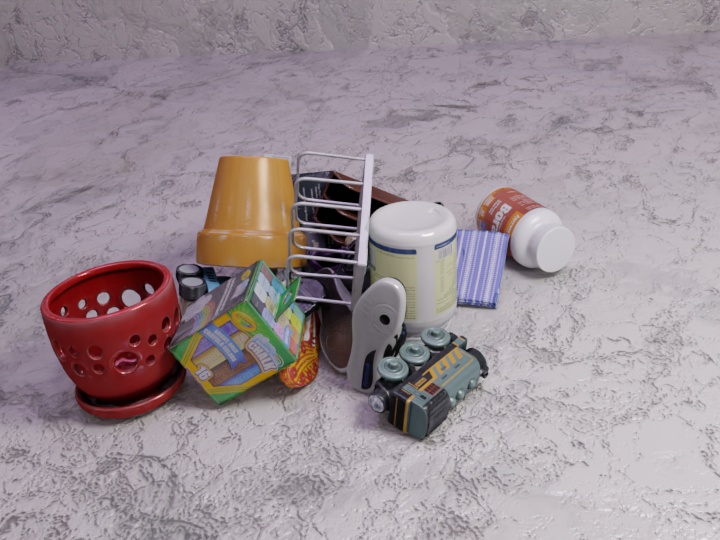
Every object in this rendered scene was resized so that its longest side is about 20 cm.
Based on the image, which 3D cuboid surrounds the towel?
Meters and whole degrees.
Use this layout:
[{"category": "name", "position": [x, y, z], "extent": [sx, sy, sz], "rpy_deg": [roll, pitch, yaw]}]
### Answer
[{"category": "towel", "position": [0.159, -0.008, 1.484], "extent": [0.195, 0.024, 0.148], "rpy_deg": [5, 64, 19]}]

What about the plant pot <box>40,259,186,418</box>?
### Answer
[{"category": "plant pot", "position": [-0.367, 0.106, 1.272], "extent": [0.195, 0.187, 0.202], "rpy_deg": [-5, 27, 3]}]

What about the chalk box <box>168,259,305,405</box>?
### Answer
[{"category": "chalk box", "position": [-0.162, 0.082, 1.242], "extent": [0.197, 0.125, 0.125], "rpy_deg": [-29, 23, 20]}]

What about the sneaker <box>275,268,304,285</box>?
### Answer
[{"category": "sneaker", "position": [-0.169, 0.081, 1.414], "extent": [0.198, 0.081, 0.074], "rpy_deg": [-34, 72, -16]}]

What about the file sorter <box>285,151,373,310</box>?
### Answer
[{"category": "file sorter", "position": [-0.049, -0.064, 1.307], "extent": [0.121, 0.140, 0.204], "rpy_deg": [5, 60, -2]}]

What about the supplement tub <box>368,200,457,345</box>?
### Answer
[{"category": "supplement tub", "position": [0.085, 0.006, 1.348], "extent": [0.141, 0.205, 0.146], "rpy_deg": [-3, 26, 1]}]

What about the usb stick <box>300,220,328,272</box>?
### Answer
[{"category": "usb stick", "position": [-0.083, -0.012, 1.536], "extent": [0.054, 0.033, 0.203], "rpy_deg": [-6, 49, -2]}]

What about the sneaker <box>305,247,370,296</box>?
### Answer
[{"category": "sneaker", "position": [0.000, 0.000, 1.443], "extent": [0.194, 0.088, 0.076], "rpy_deg": [-1, 55, -1]}]

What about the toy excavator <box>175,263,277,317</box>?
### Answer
[{"category": "toy excavator", "position": [-0.232, 0.041, 1.492], "extent": [0.195, 0.102, 0.195], "rpy_deg": [0, 21, -17]}]

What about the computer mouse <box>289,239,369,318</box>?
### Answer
[{"category": "computer mouse", "position": [-0.057, 0.018, 1.358], "extent": [0.199, 0.034, 0.059], "rpy_deg": [-39, 71, -24]}]

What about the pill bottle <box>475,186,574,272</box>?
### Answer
[{"category": "pill bottle", "position": [0.308, -0.075, 1.559], "extent": [0.110, 0.115, 0.200], "rpy_deg": [-15, 28, -18]}]

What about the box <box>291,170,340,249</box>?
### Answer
[{"category": "box", "position": [-0.139, -0.110, 1.661], "extent": [0.194, 0.152, 0.107], "rpy_deg": [-4, 12, 2]}]

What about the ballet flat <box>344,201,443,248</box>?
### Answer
[{"category": "ballet flat", "position": [0.061, -0.078, 1.471], "extent": [0.196, 0.058, 0.066], "rpy_deg": [-16, 31, -21]}]

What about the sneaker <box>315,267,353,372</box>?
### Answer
[{"category": "sneaker", "position": [-0.024, 0.090, 1.366], "extent": [0.072, 0.085, 0.203], "rpy_deg": [-27, 47, 14]}]

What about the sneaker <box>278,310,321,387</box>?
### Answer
[{"category": "sneaker", "position": [-0.106, 0.130, 1.320], "extent": [0.075, 0.074, 0.201], "rpy_deg": [-17, 18, 11]}]

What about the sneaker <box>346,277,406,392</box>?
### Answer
[{"category": "sneaker", "position": [0.035, 0.073, 1.237], "extent": [0.072, 0.203, 0.112], "rpy_deg": [26, 36, 13]}]

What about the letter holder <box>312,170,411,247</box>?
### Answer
[{"category": "letter holder", "position": [0.032, -0.087, 1.557], "extent": [0.197, 0.102, 0.142], "rpy_deg": [18, 16, -30]}]

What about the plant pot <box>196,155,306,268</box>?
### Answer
[{"category": "plant pot", "position": [-0.190, -0.104, 1.475], "extent": [0.195, 0.188, 0.200], "rpy_deg": [2, 4, 0]}]

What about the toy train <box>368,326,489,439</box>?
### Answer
[{"category": "toy train", "position": [0.100, 0.158, 1.200], "extent": [0.113, 0.087, 0.198], "rpy_deg": [29, 40, 30]}]

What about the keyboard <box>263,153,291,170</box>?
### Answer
[{"category": "keyboard", "position": [-0.170, -0.119, 1.590], "extent": [0.055, 0.206, 0.011], "rpy_deg": [6, -2, -2]}]
